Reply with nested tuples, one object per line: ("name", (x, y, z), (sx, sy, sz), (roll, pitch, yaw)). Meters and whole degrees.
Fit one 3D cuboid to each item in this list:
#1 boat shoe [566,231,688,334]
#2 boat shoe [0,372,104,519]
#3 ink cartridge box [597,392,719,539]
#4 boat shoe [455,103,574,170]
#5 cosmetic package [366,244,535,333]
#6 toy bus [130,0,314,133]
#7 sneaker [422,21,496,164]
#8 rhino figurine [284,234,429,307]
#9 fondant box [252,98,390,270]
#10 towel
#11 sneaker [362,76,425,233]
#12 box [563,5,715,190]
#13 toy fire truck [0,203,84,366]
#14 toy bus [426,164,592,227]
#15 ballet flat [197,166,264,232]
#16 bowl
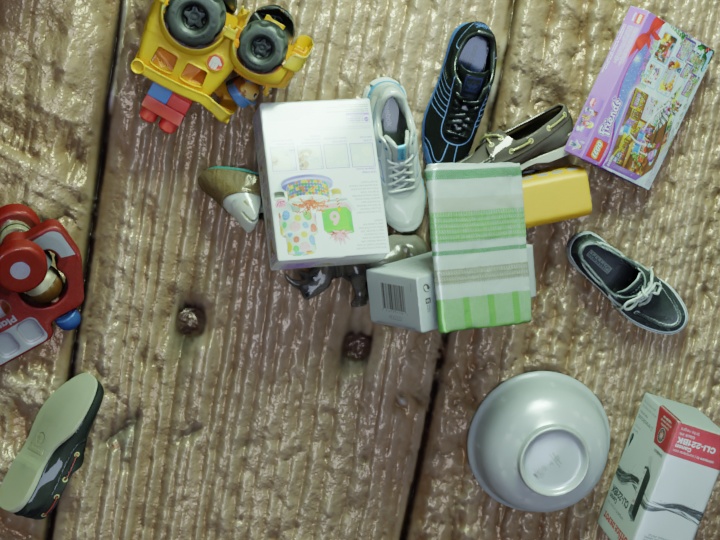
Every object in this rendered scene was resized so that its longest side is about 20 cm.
("boat shoe", (0.361, 0.020, 1.824), (0.199, 0.068, 0.074), (43, 94, -13))
("boat shoe", (-0.388, 0.226, 1.776), (0.063, 0.073, 0.202), (34, 84, -48))
("ink cartridge box", (0.402, 0.284, 1.842), (0.083, 0.144, 0.201), (17, 98, -8))
("boat shoe", (0.185, -0.154, 1.757), (0.199, 0.072, 0.060), (-22, 110, -15))
("cosmetic package", (0.116, 0.016, 1.732), (0.199, 0.101, 0.072), (-16, 106, -36))
("toy bus", (-0.180, -0.247, 1.676), (0.199, 0.136, 0.193), (26, 108, -7))
("sneaker", (0.126, -0.215, 1.744), (0.070, 0.078, 0.201), (8, 100, -10))
("rhino figurine", (0.000, 0.000, 1.777), (0.198, 0.060, 0.088), (-4, 97, -10))
("fondant box", (-0.050, -0.107, 1.707), (0.143, 0.058, 0.201), (-4, 78, -17))
("towel", (0.141, -0.030, 1.674), (0.148, 0.031, 0.202), (-4, 90, -34))
("sneaker", (0.043, -0.141, 1.745), (0.074, 0.087, 0.201), (-13, 103, -6))
("box", (0.358, -0.219, 1.767), (0.136, 0.039, 0.201), (20, 99, -36))
("toy fire truck", (-0.434, 0.027, 1.718), (0.199, 0.112, 0.168), (-29, 127, 0))
("toy bus", (0.190, -0.086, 1.777), (0.199, 0.078, 0.066), (-12, 102, -5))
("ballet flat", (-0.110, -0.075, 1.741), (0.199, 0.073, 0.068), (15, 143, -13))
("bowl", (0.248, 0.241, 1.843), (0.200, 0.090, 0.203), (-1, 100, -7))
